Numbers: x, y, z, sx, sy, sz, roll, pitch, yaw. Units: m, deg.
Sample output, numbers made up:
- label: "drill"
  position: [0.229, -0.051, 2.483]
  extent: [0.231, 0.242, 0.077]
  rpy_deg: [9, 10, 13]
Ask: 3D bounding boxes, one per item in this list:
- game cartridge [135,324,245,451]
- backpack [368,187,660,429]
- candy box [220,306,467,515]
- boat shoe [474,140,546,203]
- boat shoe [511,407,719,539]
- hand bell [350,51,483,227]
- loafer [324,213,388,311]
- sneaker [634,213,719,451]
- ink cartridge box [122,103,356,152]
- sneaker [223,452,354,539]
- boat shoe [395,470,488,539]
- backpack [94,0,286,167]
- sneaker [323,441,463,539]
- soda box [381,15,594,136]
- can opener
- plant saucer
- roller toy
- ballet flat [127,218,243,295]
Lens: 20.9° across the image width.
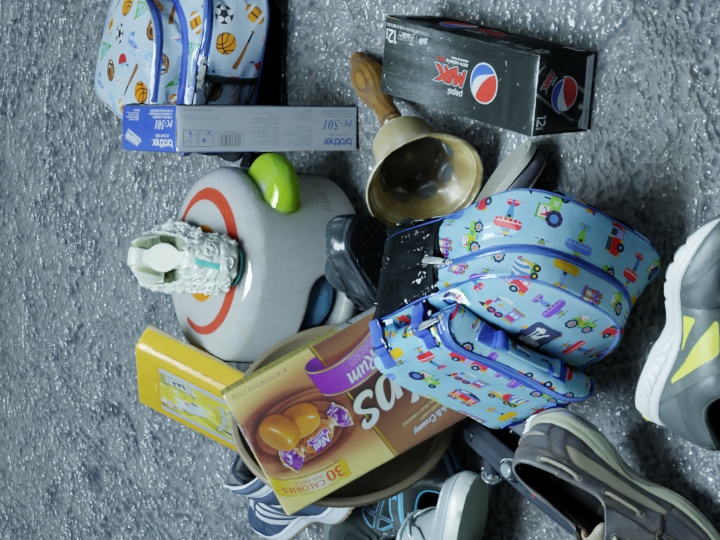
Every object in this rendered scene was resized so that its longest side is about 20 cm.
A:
- label: "game cartridge"
  position: [-0.120, 0.135, 1.852]
  extent: [0.200, 0.032, 0.176]
  rpy_deg: [28, 159, 6]
- label: "backpack"
  position: [0.127, 0.024, 1.519]
  extent: [0.200, 0.182, 0.135]
  rpy_deg: [-24, 44, 49]
- label: "candy box"
  position: [-0.002, 0.104, 1.623]
  extent: [0.117, 0.200, 0.056]
  rpy_deg: [62, 175, -3]
- label: "boat shoe"
  position: [0.114, -0.025, 1.650]
  extent: [0.063, 0.073, 0.200]
  rpy_deg: [30, 124, -3]
- label: "boat shoe"
  position: [0.196, 0.195, 1.504]
  extent: [0.200, 0.073, 0.075]
  rpy_deg: [39, 144, 12]
- label: "hand bell"
  position: [0.027, -0.132, 1.720]
  extent: [0.200, 0.104, 0.104]
  rpy_deg: [-115, 37, -48]
- label: "loafer"
  position: [0.000, 0.000, 1.684]
  extent: [0.070, 0.201, 0.068]
  rpy_deg: [4, 75, 18]
- label: "sneaker"
  position: [0.270, 0.045, 1.440]
  extent: [0.085, 0.074, 0.200]
  rpy_deg: [39, 134, 36]
- label: "ink cartridge box"
  position: [-0.110, -0.131, 1.790]
  extent: [0.094, 0.200, 0.044]
  rpy_deg: [7, 98, 52]
- label: "sneaker"
  position: [-0.086, 0.197, 1.799]
  extent: [0.200, 0.108, 0.070]
  rpy_deg: [-27, 43, 61]
- label: "boat shoe"
  position: [0.062, 0.248, 1.706]
  extent: [0.071, 0.070, 0.201]
  rpy_deg: [22, 130, 17]
- label: "backpack"
  position: [-0.168, -0.219, 1.908]
  extent: [0.200, 0.154, 0.191]
  rpy_deg: [34, 112, 48]
- label: "sneaker"
  position: [0.029, 0.220, 1.775]
  extent: [0.082, 0.073, 0.200]
  rpy_deg: [57, 137, 28]
- label: "soda box"
  position: [0.102, -0.164, 1.619]
  extent: [0.200, 0.063, 0.071]
  rpy_deg: [23, 115, 50]
- label: "can opener"
  position: [0.158, 0.175, 1.605]
  extent: [0.200, 0.063, 0.079]
  rpy_deg: [46, 134, 38]
- label: "plant saucer"
  position: [-0.014, 0.130, 1.713]
  extent: [0.200, 0.200, 0.029]
  rpy_deg: [49, 158, 36]
- label: "roller toy"
  position: [-0.085, -0.003, 1.833]
  extent: [0.200, 0.140, 0.183]
  rpy_deg: [-23, 68, 57]
- label: "ballet flat"
  position: [-0.175, -0.014, 1.787]
  extent: [0.200, 0.072, 0.072]
  rpy_deg: [0, 96, 61]
